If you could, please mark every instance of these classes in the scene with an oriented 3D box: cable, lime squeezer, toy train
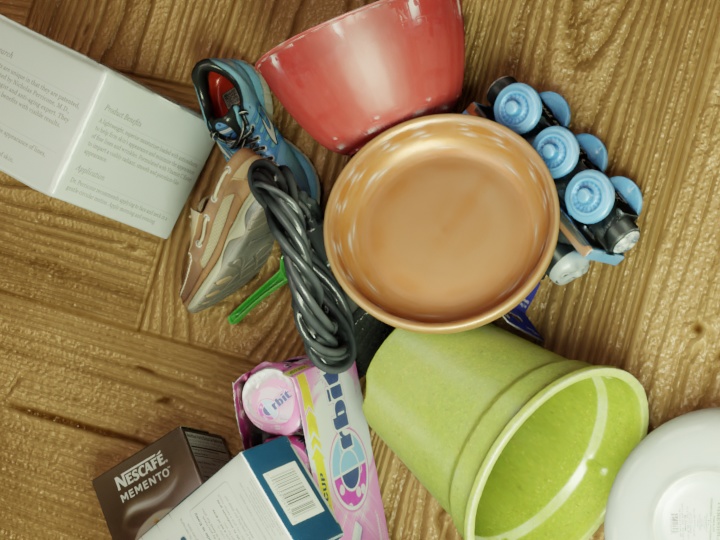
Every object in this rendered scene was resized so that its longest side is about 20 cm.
[{"bbox_3d":[-0.052,-0.004,1.543,0.051,0.200,0.163,-15,55,6],"label":"cable"},{"bbox_3d":[-0.071,-0.020,1.694,0.200,0.071,0.038,115,149,-51],"label":"lime squeezer"},{"bbox_3d":[0.159,-0.077,1.596,0.114,0.087,0.200,-46,65,22],"label":"toy train"}]

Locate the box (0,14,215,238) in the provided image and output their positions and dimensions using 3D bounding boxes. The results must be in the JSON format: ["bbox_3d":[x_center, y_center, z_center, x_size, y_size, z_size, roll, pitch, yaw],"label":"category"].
[{"bbox_3d":[-0.281,-0.143,1.770,0.200,0.199,0.131,28,92,30],"label":"box"}]

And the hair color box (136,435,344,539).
[{"bbox_3d":[-0.112,0.232,1.543,0.200,0.060,0.100,-41,74,38],"label":"hair color box"}]

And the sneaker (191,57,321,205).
[{"bbox_3d":[-0.111,-0.118,1.738,0.078,0.090,0.200,-36,69,17],"label":"sneaker"}]

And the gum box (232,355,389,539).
[{"bbox_3d":[-0.042,0.169,1.593,0.066,0.113,0.200,-8,95,27],"label":"gum box"}]

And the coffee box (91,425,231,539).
[{"bbox_3d":[-0.156,0.260,1.687,0.114,0.080,0.200,-32,66,18],"label":"coffee box"}]

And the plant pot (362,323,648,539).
[{"bbox_3d":[0.106,0.126,1.532,0.184,0.200,0.200,35,97,41],"label":"plant pot"}]

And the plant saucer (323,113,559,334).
[{"bbox_3d":[0.070,-0.037,1.540,0.200,0.037,0.200,-4,65,10],"label":"plant saucer"}]

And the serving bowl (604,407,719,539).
[{"bbox_3d":[0.279,0.202,1.433,0.200,0.066,0.200,-7,76,27],"label":"serving bowl"}]

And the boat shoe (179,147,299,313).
[{"bbox_3d":[-0.123,-0.038,1.706,0.072,0.076,0.200,49,131,16],"label":"boat shoe"}]

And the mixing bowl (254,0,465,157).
[{"bbox_3d":[0.017,-0.168,1.639,0.200,0.200,0.108,-23,87,22],"label":"mixing bowl"}]

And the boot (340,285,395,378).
[{"bbox_3d":[0.000,0.000,1.676,0.200,0.070,0.132,-52,45,20],"label":"boot"}]

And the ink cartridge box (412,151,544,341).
[{"bbox_3d":[0.101,-0.029,1.605,0.037,0.095,0.200,-38,65,13],"label":"ink cartridge box"}]
